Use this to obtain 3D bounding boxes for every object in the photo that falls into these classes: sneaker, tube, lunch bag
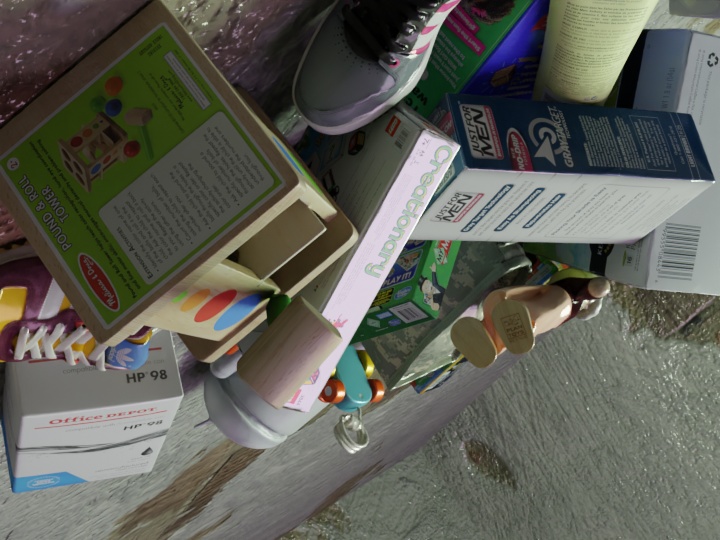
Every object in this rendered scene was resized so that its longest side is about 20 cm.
[{"bbox_3d":[0.024,-0.161,0.538,0.200,0.084,0.121,-49,169,10],"label":"sneaker"},{"bbox_3d":[-0.179,0.029,0.623,0.200,0.090,0.075,-27,162,-36],"label":"sneaker"},{"bbox_3d":[0.148,-0.153,0.629,0.058,0.052,0.200,-35,163,-10],"label":"tube"},{"bbox_3d":[0.060,-0.018,0.900,0.117,0.164,0.200,-20,157,-37],"label":"lunch bag"}]

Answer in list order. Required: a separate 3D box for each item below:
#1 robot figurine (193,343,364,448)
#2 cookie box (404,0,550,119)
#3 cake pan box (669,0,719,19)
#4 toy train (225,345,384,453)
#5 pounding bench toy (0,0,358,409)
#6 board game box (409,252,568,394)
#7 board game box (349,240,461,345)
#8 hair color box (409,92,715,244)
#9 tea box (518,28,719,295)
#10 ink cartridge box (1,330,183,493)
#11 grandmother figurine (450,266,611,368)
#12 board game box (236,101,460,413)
[{"bbox_3d":[-0.084,0.109,1.042,0.200,0.113,0.170,-41,138,11],"label":"robot figurine"},{"bbox_3d":[0.105,-0.169,0.724,0.171,0.075,0.200,-19,156,-48],"label":"cookie box"},{"bbox_3d":[0.265,-0.278,0.626,0.184,0.052,0.200,-27,121,-36],"label":"cake pan box"},{"bbox_3d":[-0.068,0.081,0.918,0.056,0.200,0.150,-36,-167,33],"label":"toy train"},{"bbox_3d":[-0.073,-0.009,0.543,0.124,0.200,0.156,-39,164,4],"label":"pounding bench toy"},{"bbox_3d":[0.088,0.001,1.016,0.200,0.165,0.057,-44,162,23],"label":"board game box"},{"bbox_3d":[0.000,0.000,0.802,0.200,0.029,0.135,-21,-141,45],"label":"board game box"},{"bbox_3d":[0.132,-0.067,0.691,0.200,0.061,0.100,0,154,-24],"label":"hair color box"},{"bbox_3d":[0.248,-0.094,0.848,0.133,0.200,0.197,5,-172,-23],"label":"tea box"},{"bbox_3d":[-0.204,0.097,0.746,0.116,0.067,0.200,-5,152,-24],"label":"ink cartridge box"},{"bbox_3d":[0.159,0.029,0.847,0.121,0.061,0.200,-15,-178,32],"label":"grandmother figurine"},{"bbox_3d":[-0.023,-0.024,0.653,0.035,0.126,0.200,19,109,-33],"label":"board game box"}]
